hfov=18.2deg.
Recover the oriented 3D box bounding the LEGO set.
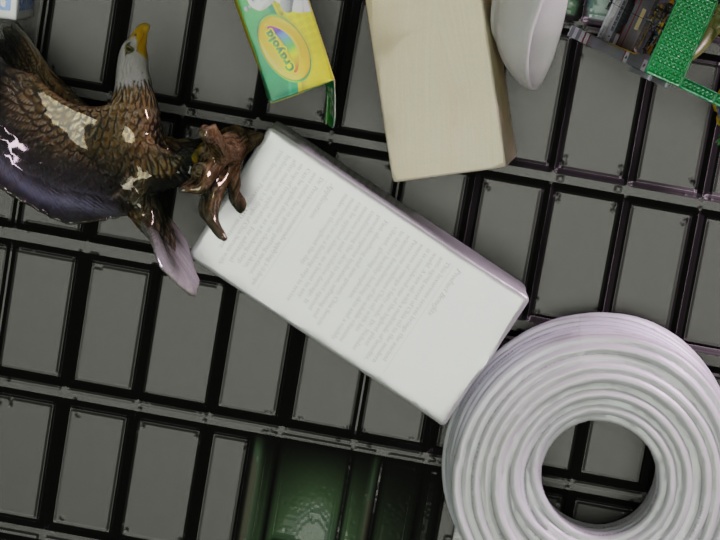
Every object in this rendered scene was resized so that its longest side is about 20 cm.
[{"bbox_3d":[0.224,-0.186,1.424,0.153,0.116,0.201,10,104,-28],"label":"LEGO set"}]

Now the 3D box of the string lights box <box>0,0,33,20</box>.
[{"bbox_3d":[-0.256,-0.267,1.442,0.102,0.059,0.202,6,98,1],"label":"string lights box"}]

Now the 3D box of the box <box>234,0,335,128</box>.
[{"bbox_3d":[-0.061,-0.183,1.414,0.048,0.117,0.201,-20,96,-1],"label":"box"}]

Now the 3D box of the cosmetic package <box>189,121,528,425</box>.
[{"bbox_3d":[0.000,0.000,1.461,0.199,0.071,0.102,34,97,-2],"label":"cosmetic package"}]

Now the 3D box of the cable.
[{"bbox_3d":[0.152,0.130,1.472,0.198,0.069,0.202,-3,98,3],"label":"cable"}]

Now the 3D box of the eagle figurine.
[{"bbox_3d":[-0.166,-0.085,1.397,0.198,0.152,0.152,8,142,11],"label":"eagle figurine"}]

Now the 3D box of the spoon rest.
[{"bbox_3d":[0.112,-0.200,1.384,0.060,0.100,0.201,10,136,19],"label":"spoon rest"}]

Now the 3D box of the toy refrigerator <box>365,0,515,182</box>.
[{"bbox_3d":[0.047,-0.164,1.438,0.075,0.070,0.202,-8,97,11],"label":"toy refrigerator"}]
